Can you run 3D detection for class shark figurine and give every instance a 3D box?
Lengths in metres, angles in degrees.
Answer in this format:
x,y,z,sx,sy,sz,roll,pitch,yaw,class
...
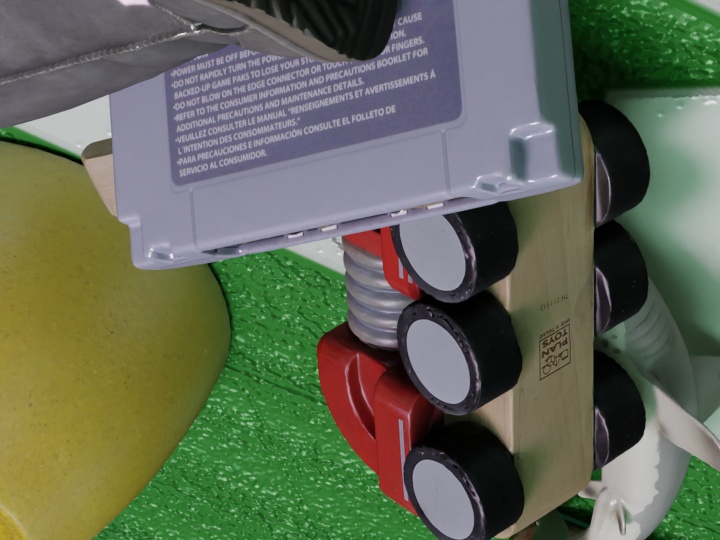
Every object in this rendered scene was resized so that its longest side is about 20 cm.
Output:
x,y,z,sx,sy,sz,roll,pitch,yaw,class
0.123,0.073,0.961,0.128,0.089,0.215,38,139,28,shark figurine

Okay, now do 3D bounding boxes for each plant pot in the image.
x,y,z,sx,sy,sz,roll,pitch,yaw,class
-0.171,0.062,0.990,0.199,0.143,0.201,9,140,8,plant pot

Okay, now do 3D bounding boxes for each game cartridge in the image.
x,y,z,sx,sy,sz,roll,pitch,yaw,class
-0.011,-0.080,0.787,0.199,0.134,0.041,-10,174,39,game cartridge

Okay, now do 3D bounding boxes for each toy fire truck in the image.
x,y,z,sx,sy,sz,roll,pitch,yaw,class
0.000,0.000,0.886,0.200,0.128,0.177,29,135,41,toy fire truck

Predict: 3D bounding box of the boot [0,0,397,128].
x,y,z,sx,sy,sz,roll,pitch,yaw,class
-0.110,-0.105,0.744,0.199,0.073,0.182,2,156,37,boot

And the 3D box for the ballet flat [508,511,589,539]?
x,y,z,sx,sy,sz,roll,pitch,yaw,class
0.160,0.180,1.066,0.199,0.073,0.068,20,141,-5,ballet flat
